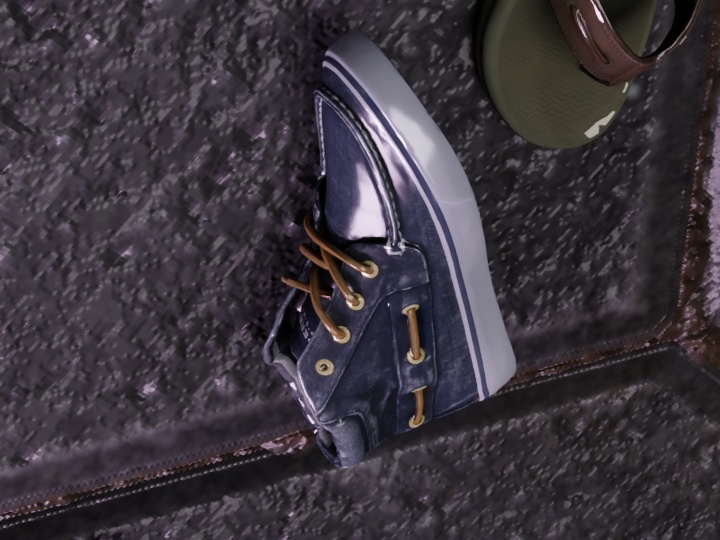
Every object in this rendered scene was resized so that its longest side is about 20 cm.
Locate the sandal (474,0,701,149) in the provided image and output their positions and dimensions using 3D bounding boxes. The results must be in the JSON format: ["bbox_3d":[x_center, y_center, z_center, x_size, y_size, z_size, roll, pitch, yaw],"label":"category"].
[{"bbox_3d":[0.101,-0.114,1.062,0.079,0.057,0.201,-10,146,-24],"label":"sandal"}]

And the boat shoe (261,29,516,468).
[{"bbox_3d":[0.000,0.000,1.095,0.091,0.071,0.201,-32,135,-11],"label":"boat shoe"}]
